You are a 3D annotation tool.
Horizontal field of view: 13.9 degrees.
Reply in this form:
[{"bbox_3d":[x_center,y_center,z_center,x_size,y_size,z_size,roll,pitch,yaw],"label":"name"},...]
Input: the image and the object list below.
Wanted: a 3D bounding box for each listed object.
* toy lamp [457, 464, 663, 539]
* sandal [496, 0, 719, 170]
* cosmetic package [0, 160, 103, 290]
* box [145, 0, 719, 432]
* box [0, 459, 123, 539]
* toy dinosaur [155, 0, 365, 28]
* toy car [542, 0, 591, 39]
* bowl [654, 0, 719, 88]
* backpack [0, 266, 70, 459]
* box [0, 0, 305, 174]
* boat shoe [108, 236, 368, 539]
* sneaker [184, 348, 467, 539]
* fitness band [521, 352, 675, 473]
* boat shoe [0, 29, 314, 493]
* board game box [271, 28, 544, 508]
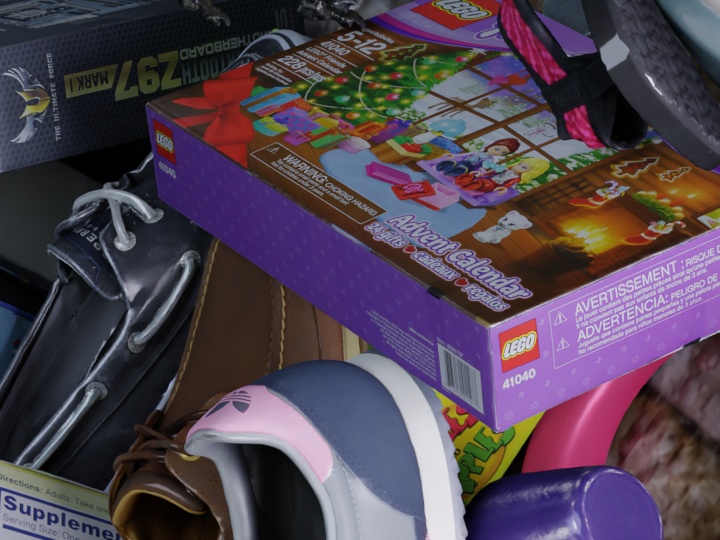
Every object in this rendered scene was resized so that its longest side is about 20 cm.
[{"bbox_3d":[0.021,0.110,0.952,0.200,0.058,0.058,-30,51,48],"label":"toy lamp"},{"bbox_3d":[0.070,-0.070,0.904,0.045,0.075,0.200,-33,17,7],"label":"sandal"},{"bbox_3d":[-0.185,-0.030,1.220,0.200,0.082,0.051,10,79,44],"label":"cosmetic package"},{"bbox_3d":[0.039,-0.028,0.936,0.200,0.136,0.039,33,137,49],"label":"box"},{"bbox_3d":[-0.130,0.199,0.999,0.176,0.096,0.201,-46,34,42],"label":"box"},{"bbox_3d":[-0.027,-0.128,1.022,0.200,0.047,0.088,-9,59,47],"label":"toy dinosaur"},{"bbox_3d":[0.062,-0.184,1.030,0.164,0.157,0.201,-44,58,35],"label":"toy car"},{"bbox_3d":[0.155,-0.125,0.880,0.200,0.105,0.202,2,95,28],"label":"bowl"},{"bbox_3d":[-0.193,0.048,1.106,0.182,0.200,0.135,6,75,43],"label":"backpack"},{"bbox_3d":[-0.143,-0.085,1.155,0.200,0.157,0.051,10,109,45],"label":"box"},{"bbox_3d":[-0.044,0.070,0.955,0.072,0.067,0.201,-22,58,53],"label":"boat shoe"},{"bbox_3d":[-0.004,0.127,0.876,0.070,0.082,0.201,-25,77,48],"label":"sneaker"},{"bbox_3d":[0.133,0.067,0.918,0.200,0.037,0.144,16,85,46],"label":"fitness band"},{"bbox_3d":[-0.076,0.000,1.035,0.072,0.068,0.201,32,93,54],"label":"boat shoe"},{"bbox_3d":[0.000,0.000,1.041,0.102,0.048,0.200,-57,37,7],"label":"board game box"}]
